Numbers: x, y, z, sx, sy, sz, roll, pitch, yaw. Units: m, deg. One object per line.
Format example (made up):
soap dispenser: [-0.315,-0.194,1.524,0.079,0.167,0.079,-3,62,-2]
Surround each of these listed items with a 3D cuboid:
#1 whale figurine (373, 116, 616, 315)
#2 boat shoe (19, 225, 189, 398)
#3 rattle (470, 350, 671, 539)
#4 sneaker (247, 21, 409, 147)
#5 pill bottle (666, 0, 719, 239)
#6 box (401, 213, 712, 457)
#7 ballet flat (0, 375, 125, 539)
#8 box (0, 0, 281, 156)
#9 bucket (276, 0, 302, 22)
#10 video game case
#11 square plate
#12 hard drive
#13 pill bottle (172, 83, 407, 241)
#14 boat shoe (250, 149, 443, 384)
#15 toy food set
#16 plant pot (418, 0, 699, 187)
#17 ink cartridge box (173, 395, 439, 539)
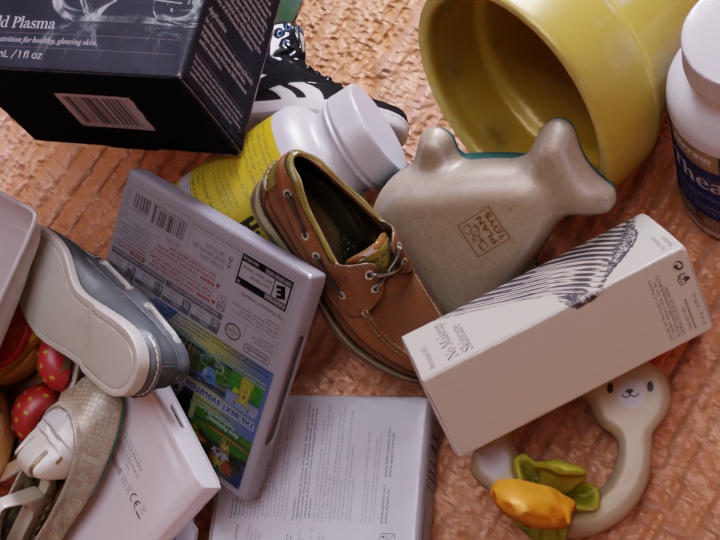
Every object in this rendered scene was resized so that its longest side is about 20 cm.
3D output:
whale figurine: [0.102,-0.047,0.958,0.199,0.104,0.160,-32,99,37]
boat shoe: [-0.199,0.030,0.965,0.199,0.061,0.074,38,114,39]
rattle: [0.162,0.088,0.882,0.200,0.143,0.130,-44,54,-2]
sneaker: [-0.044,-0.166,1.110,0.197,0.073,0.113,6,65,19]
pill bottle: [0.275,-0.109,0.901,0.109,0.200,0.113,-8,62,15]
box: [0.134,0.043,0.883,0.198,0.069,0.082,-27,22,-1]
ballet flat: [-0.238,0.164,0.954,0.067,0.062,0.202,32,102,38]
box: [-0.176,-0.210,0.997,0.197,0.124,0.199,5,69,20]
bucket: [-0.153,-0.291,1.170,0.204,0.135,0.210,-7,63,14]
video game case: [-0.127,0.045,0.968,0.199,0.022,0.185,29,110,31]
square plate: [-0.324,0.026,1.023,0.197,0.028,0.203,26,95,51]
hard drive: [-0.198,0.176,0.977,0.200,0.027,0.133,-47,58,22]
pill bottle: [-0.065,-0.062,1.025,0.199,0.111,0.112,-33,59,16]
boat shoe: [0.000,0.000,0.921,0.200,0.068,0.072,45,59,-4]
toy food set: [-0.301,0.078,1.046,0.200,0.048,0.199,-41,52,19]
plant pot: [0.176,-0.179,0.983,0.188,0.202,0.200,-38,59,-19]
ink cartridge box: [-0.044,0.194,0.957,0.197,0.043,0.199,-2,67,20]
